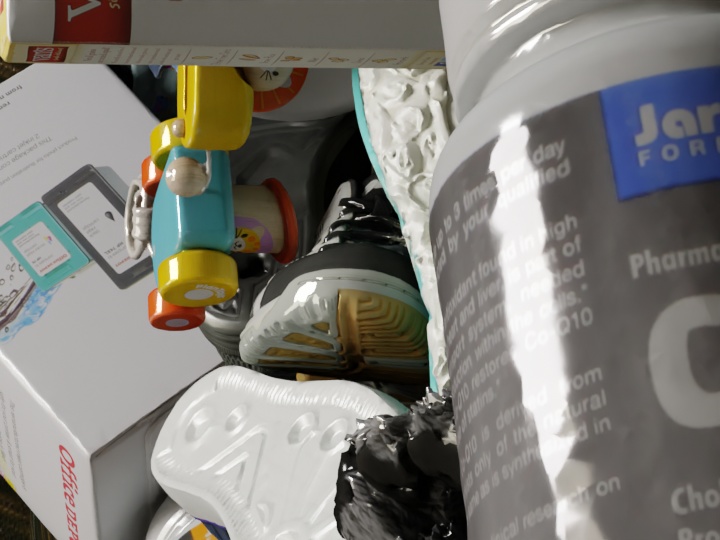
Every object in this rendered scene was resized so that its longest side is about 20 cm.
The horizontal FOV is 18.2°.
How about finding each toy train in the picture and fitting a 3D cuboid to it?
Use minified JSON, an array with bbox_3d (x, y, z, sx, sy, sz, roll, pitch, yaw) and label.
[{"bbox_3d":[-0.053,-0.078,0.862,0.150,0.055,0.201,-112,25,-59],"label":"toy train"}]

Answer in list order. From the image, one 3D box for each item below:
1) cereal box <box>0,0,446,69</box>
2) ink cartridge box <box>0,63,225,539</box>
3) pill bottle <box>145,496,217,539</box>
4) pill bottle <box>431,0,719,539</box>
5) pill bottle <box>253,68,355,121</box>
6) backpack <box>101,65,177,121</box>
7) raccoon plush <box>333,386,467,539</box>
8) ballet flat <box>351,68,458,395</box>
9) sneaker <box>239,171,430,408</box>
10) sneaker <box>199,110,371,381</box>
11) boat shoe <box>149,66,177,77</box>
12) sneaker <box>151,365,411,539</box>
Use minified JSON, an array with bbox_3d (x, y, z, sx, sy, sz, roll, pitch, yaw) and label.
[{"bbox_3d":[-0.011,-0.135,0.683,0.040,0.199,0.145,163,106,-76],"label":"cereal box"},{"bbox_3d":[-0.133,0.023,1.118,0.200,0.146,0.147,45,155,23],"label":"ink cartridge box"},{"bbox_3d":[-0.037,0.170,0.985,0.200,0.116,0.117,-120,32,-64],"label":"pill bottle"},{"bbox_3d":[0.075,0.018,0.477,0.114,0.113,0.201,116,150,-62],"label":"pill bottle"},{"bbox_3d":[-0.034,-0.173,0.982,0.106,0.106,0.201,108,157,-54],"label":"pill bottle"},{"bbox_3d":[-0.089,-0.175,1.180,0.167,0.126,0.201,105,162,-83],"label":"backpack"},{"bbox_3d":[0.076,0.070,0.624,0.096,0.134,0.201,-6,115,42],"label":"raccoon plush"},{"bbox_3d":[0.049,-0.012,0.753,0.072,0.071,0.201,108,155,-53],"label":"ballet flat"},{"bbox_3d":[0.000,0.000,0.844,0.200,0.075,0.088,74,-156,-82],"label":"sneaker"},{"bbox_3d":[-0.025,-0.011,1.008,0.200,0.076,0.115,-84,-16,-45],"label":"sneaker"},{"bbox_3d":[-0.078,-0.109,1.069,0.084,0.068,0.201,-48,-57,-52],"label":"boat shoe"},{"bbox_3d":[0.018,0.107,0.798,0.081,0.146,0.200,-55,28,-9],"label":"sneaker"}]
